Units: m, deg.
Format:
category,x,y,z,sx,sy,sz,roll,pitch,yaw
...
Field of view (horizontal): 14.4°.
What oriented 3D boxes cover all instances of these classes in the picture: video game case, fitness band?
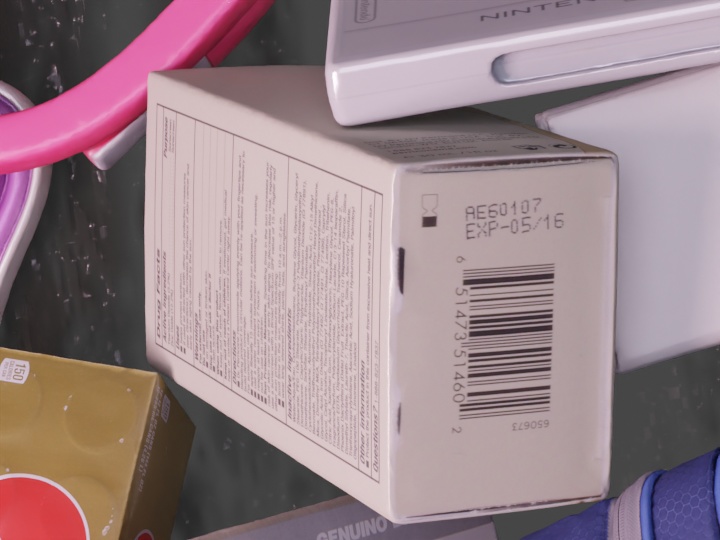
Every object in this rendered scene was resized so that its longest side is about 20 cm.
category,x,y,z,sx,sy,sz,roll,pitch,yaw
video game case,0.082,-0.107,0.879,0.181,0.200,0.024,-10,115,6
fitness band,-0.101,-0.120,0.961,0.144,0.037,0.200,43,84,11

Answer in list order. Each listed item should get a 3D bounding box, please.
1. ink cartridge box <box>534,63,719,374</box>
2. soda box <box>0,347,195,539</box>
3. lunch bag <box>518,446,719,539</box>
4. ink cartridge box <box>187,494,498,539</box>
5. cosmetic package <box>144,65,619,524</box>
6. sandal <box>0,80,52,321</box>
category,x,y,z,sx,sy,sz,roll,pitch,yaw
ink cartridge box,0.161,-0.037,0.881,0.199,0.146,0.085,-17,90,6
soda box,-0.111,0.131,0.919,0.067,0.064,0.201,8,73,11
lunch bag,0.108,0.139,0.790,0.132,0.200,0.136,-27,47,24
ink cartridge box,-0.031,0.167,0.866,0.084,0.199,0.176,-22,82,46
cosmetic package,0.000,0.000,0.861,0.073,0.200,0.104,-4,103,-22
sandal,-0.162,0.029,0.964,0.082,0.050,0.204,13,86,8
